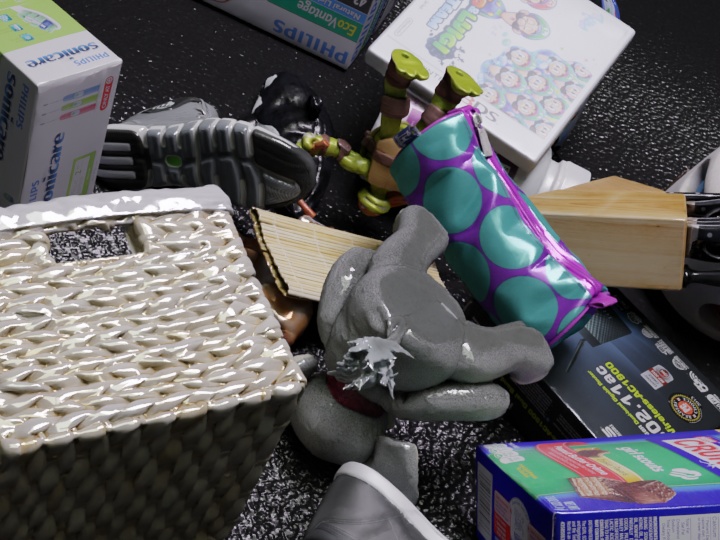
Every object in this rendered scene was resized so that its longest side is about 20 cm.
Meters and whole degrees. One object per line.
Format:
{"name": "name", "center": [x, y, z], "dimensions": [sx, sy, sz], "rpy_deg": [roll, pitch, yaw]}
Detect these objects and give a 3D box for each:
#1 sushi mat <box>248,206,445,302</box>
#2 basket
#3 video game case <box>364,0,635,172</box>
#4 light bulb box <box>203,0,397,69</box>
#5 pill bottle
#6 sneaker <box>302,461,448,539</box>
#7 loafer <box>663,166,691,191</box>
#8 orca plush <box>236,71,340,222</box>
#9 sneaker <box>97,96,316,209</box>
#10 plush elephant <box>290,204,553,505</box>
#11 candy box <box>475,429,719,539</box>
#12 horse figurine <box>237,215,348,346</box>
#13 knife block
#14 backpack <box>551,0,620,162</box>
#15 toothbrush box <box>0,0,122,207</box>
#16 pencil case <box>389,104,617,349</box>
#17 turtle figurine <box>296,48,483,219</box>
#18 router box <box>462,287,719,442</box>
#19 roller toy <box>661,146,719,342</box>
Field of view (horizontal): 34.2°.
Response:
{"name": "sushi mat", "center": [0.000, 0.000, 0.963], "dimensions": [0.200, 0.012, 0.096], "rpy_deg": [13, 41, -41]}
{"name": "basket", "center": [-0.166, 0.076, 0.711], "dimensions": [0.198, 0.200, 0.161], "rpy_deg": [-9, 56, -32]}
{"name": "video game case", "center": [0.132, -0.207, 1.076], "dimensions": [0.182, 0.024, 0.200], "rpy_deg": [35, 60, 8]}
{"name": "light bulb box", "center": [-0.050, -0.349, 1.275], "dimensions": [0.198, 0.125, 0.200], "rpy_deg": [26, 39, 2]}
{"name": "pill bottle", "center": [0.107, -0.096, 1.088], "dimensions": [0.199, 0.112, 0.112], "rpy_deg": [25, 40, 1]}
{"name": "sneaker", "center": [0.036, 0.224, 0.753], "dimensions": [0.200, 0.071, 0.099], "rpy_deg": [39, 57, 8]}
{"name": "loafer", "center": [0.400, -0.082, 1.245], "dimensions": [0.199, 0.071, 0.073], "rpy_deg": [-13, 53, -36]}
{"name": "orca plush", "center": [-0.062, -0.131, 1.075], "dimensions": [0.105, 0.071, 0.200], "rpy_deg": [18, 41, -7]}
{"name": "sneaker", "center": [-0.122, -0.113, 1.001], "dimensions": [0.199, 0.075, 0.116], "rpy_deg": [9, 30, 12]}
{"name": "plush elephant", "center": [0.013, 0.077, 0.840], "dimensions": [0.165, 0.155, 0.200], "rpy_deg": [46, 36, 10]}
{"name": "candy box", "center": [0.194, 0.163, 0.774], "dimensions": [0.199, 0.077, 0.169], "rpy_deg": [0, 6, -10]}
{"name": "horse figurine", "center": [-0.078, 0.009, 0.926], "dimensions": [0.132, 0.050, 0.200], "rpy_deg": [27, 30, -16]}
{"name": "knife block", "center": [0.235, -0.022, 0.963], "dimensions": [0.199, 0.064, 0.175], "rpy_deg": [-14, 24, -30]}
{"name": "backpack", "center": [0.174, -0.232, 1.208], "dimensions": [0.200, 0.191, 0.154], "rpy_deg": [34, 25, 12]}
{"name": "toothbrush box", "center": [-0.297, -0.155, 0.931], "dimensions": [0.200, 0.146, 0.086], "rpy_deg": [41, 42, 20]}
{"name": "pencil case", "center": [0.106, -0.032, 0.906], "dimensions": [0.085, 0.092, 0.200], "rpy_deg": [-24, 75, -48]}
{"name": "turtle figurine", "center": [0.041, -0.101, 1.004], "dimensions": [0.199, 0.162, 0.064], "rpy_deg": [22, 31, -10]}
{"name": "router box", "center": [0.190, 0.089, 0.966], "dimensions": [0.150, 0.062, 0.200], "rpy_deg": [-19, 56, -37]}
{"name": "roller toy", "center": [0.378, -0.029, 1.093], "dimensions": [0.182, 0.140, 0.200], "rpy_deg": [-26, 78, -30]}
